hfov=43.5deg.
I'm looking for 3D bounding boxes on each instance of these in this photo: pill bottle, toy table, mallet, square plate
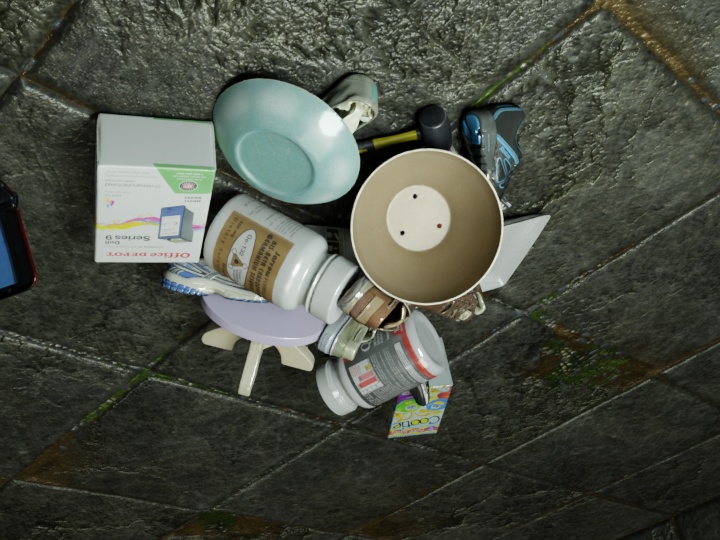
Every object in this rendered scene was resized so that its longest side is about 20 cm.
[{"bbox_3d":[0.032,0.157,1.492,0.199,0.117,0.116,-29,142,20],"label":"pill bottle"},{"bbox_3d":[-0.157,0.090,1.417,0.198,0.184,0.118,23,132,7],"label":"toy table"},{"bbox_3d":[0.028,-0.166,1.217,0.198,0.042,0.066,-15,148,14],"label":"mallet"},{"bbox_3d":[0.182,-0.019,1.441,0.196,0.029,0.201,-12,149,-25],"label":"square plate"},{"bbox_3d":[-0.106,-0.012,1.237,0.198,0.115,0.115,28,147,14],"label":"pill bottle"}]

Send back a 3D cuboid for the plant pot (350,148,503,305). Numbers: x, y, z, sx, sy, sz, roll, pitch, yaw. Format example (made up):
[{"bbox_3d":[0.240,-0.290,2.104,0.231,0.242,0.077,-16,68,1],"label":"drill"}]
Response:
[{"bbox_3d":[0.085,-0.065,1.226,0.198,0.203,0.135,-12,-171,1],"label":"plant pot"}]

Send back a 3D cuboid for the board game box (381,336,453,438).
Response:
[{"bbox_3d":[0.103,0.228,1.737,0.102,0.106,0.201,-5,145,-9],"label":"board game box"}]

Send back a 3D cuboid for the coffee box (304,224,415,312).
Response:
[{"bbox_3d":[0.000,0.000,1.384,0.197,0.081,0.115,4,150,-15],"label":"coffee box"}]

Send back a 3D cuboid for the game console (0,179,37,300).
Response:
[{"bbox_3d":[-0.541,-0.039,1.150,0.198,0.120,0.173,-18,146,9],"label":"game console"}]

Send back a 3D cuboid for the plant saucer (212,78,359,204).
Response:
[{"bbox_3d":[-0.100,-0.145,1.123,0.198,0.039,0.202,15,142,12],"label":"plant saucer"}]

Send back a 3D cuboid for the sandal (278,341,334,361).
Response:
[{"bbox_3d":[-0.054,0.117,1.574,0.199,0.081,0.057,-2,-173,-26],"label":"sandal"}]

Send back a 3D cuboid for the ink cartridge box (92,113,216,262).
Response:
[{"bbox_3d":[-0.271,-0.099,1.172,0.143,0.088,0.201,1,147,-18],"label":"ink cartridge box"}]

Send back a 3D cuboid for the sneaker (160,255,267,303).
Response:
[{"bbox_3d":[-0.190,0.001,1.330,0.197,0.086,0.077,8,178,-13],"label":"sneaker"}]

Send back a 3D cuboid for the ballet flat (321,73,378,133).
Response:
[{"bbox_3d":[-0.055,-0.172,1.152,0.067,0.064,0.199,25,132,-39],"label":"ballet flat"}]

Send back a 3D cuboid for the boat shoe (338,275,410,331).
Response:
[{"bbox_3d":[0.032,0.053,1.260,0.076,0.072,0.200,-51,166,14],"label":"boat shoe"}]

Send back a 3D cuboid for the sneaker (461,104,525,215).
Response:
[{"bbox_3d":[0.188,-0.137,1.248,0.081,0.073,0.202,-19,137,-15],"label":"sneaker"}]

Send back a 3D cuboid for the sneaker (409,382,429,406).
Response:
[{"bbox_3d":[0.061,0.151,1.586,0.086,0.076,0.202,-18,106,8],"label":"sneaker"}]

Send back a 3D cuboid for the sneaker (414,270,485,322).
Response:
[{"bbox_3d":[0.140,0.039,1.333,0.070,0.076,0.199,-40,169,25],"label":"sneaker"}]

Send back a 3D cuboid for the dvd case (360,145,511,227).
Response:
[{"bbox_3d":[0.114,-0.109,1.332,0.145,0.022,0.199,-30,143,24],"label":"dvd case"}]

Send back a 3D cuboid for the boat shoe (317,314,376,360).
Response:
[{"bbox_3d":[-0.005,0.090,1.444,0.062,0.200,0.073,30,121,9],"label":"boat shoe"}]
